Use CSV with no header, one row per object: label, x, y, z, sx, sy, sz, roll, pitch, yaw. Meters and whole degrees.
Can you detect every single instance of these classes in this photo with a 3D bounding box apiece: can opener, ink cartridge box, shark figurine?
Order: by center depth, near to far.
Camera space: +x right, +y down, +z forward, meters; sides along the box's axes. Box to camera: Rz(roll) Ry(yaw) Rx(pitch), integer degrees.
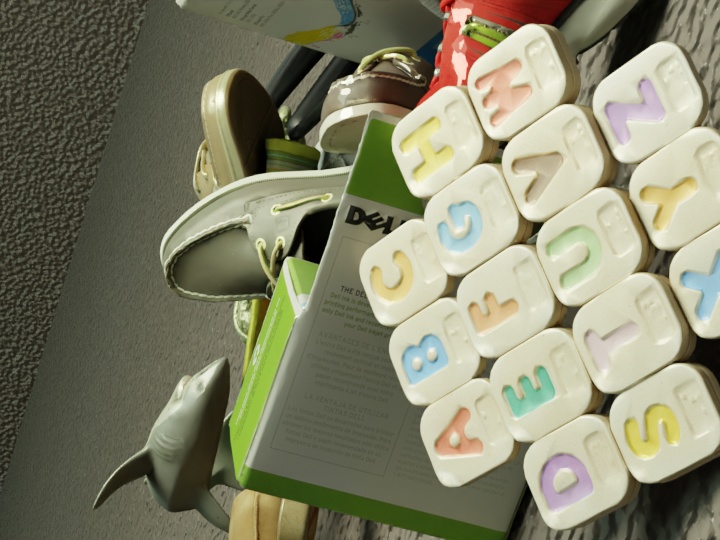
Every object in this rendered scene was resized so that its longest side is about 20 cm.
ink cartridge box,0.033,0.024,0.841,0.076,0.146,0.202,-115,43,-69
ink cartridge box,0.000,-0.229,1.070,0.145,0.198,0.149,156,127,-71
shark figurine,-0.107,0.152,1.158,0.128,0.089,0.215,-49,-16,-13
can opener,-0.014,-0.170,1.205,0.200,0.063,0.079,-49,-17,-30

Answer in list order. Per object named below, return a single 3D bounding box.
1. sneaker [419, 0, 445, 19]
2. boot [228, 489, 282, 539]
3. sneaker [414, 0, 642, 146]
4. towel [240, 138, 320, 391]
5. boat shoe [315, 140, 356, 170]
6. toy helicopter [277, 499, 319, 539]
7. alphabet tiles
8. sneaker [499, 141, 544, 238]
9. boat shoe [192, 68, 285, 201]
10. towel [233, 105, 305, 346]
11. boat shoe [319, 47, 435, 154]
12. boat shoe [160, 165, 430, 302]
sneaker,0.108,-0.206,0.899,0.199,0.075,0.082,-36,24,35
boot,-0.057,0.272,1.065,0.201,0.065,0.177,-97,10,-54
sneaker,0.063,-0.121,0.842,0.200,0.085,0.077,-47,13,-5
towel,-0.059,0.012,1.135,0.086,0.018,0.203,7,-90,-71
boat shoe,0.005,-0.072,1.184,0.201,0.069,0.072,135,142,-72
toy helicopter,-0.027,0.103,1.104,0.133,0.078,0.202,91,-170,-51
alphabet tiles,0.082,0.002,0.710,0.195,0.015,0.202,-34,69,35
sneaker,0.081,-0.076,0.942,0.076,0.069,0.202,95,-179,-50
boat shoe,-0.087,-0.062,1.153,0.201,0.064,0.073,73,-152,-54
towel,-0.068,-0.018,1.350,0.149,0.036,0.203,77,-162,-70
boat shoe,0.020,-0.100,0.997,0.200,0.071,0.060,8,-102,-73
boat shoe,-0.029,-0.019,0.981,0.061,0.199,0.073,-84,-23,-59
